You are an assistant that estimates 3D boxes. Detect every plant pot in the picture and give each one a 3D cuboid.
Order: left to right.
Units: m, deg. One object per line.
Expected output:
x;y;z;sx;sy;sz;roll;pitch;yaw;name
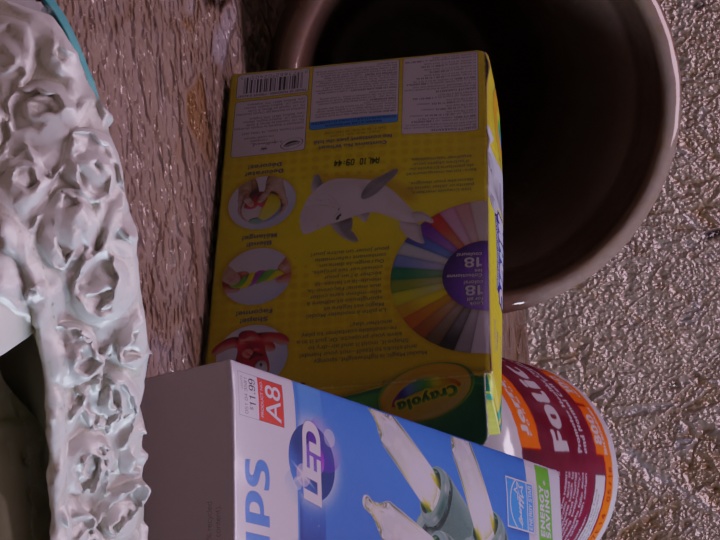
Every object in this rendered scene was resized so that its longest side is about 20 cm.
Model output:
0.043;-0.090;1.069;0.175;0.200;0.200;-137;-140;-77;plant pot

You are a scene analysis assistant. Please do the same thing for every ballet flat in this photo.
-0.082;0.034;0.461;0.072;0.072;0.200;-70;155;-71;ballet flat

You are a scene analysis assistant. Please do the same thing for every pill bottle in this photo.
0.034;0.090;0.960;0.200;0.114;0.114;16;69;-65;pill bottle

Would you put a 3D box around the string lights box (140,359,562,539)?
-0.005;0.103;0.713;0.200;0.059;0.103;23;60;-52;string lights box

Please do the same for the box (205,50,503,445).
0.000;0.000;0.869;0.048;0.117;0.200;75;14;-48;box
